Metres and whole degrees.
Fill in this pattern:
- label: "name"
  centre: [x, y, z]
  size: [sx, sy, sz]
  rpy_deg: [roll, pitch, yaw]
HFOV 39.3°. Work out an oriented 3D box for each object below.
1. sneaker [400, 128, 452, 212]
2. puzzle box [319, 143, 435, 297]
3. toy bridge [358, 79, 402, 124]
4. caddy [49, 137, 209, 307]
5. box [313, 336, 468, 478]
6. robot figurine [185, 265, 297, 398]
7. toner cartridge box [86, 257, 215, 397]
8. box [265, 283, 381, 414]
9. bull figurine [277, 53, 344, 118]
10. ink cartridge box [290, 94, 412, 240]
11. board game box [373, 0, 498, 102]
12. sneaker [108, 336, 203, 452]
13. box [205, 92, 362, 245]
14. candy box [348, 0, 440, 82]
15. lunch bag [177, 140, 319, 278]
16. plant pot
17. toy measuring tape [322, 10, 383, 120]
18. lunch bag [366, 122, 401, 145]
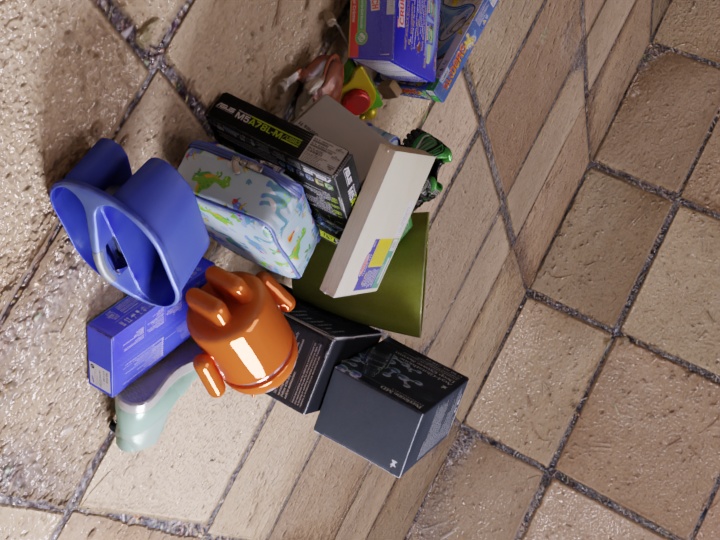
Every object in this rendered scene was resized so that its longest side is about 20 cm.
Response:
- label: "sneaker"
  centre: [0.079, -0.125, 1.618]
  size: [0.202, 0.084, 0.078]
  rpy_deg: [-64, 157, 0]
- label: "puzzle box"
  centre: [0.023, -0.062, 1.288]
  size: [0.133, 0.025, 0.202]
  rpy_deg: [-6, 122, -65]
- label: "toy bridge"
  centre: [-0.010, -0.212, 1.557]
  size: [0.027, 0.067, 0.201]
  rpy_deg: [46, 64, -31]
- label: "caddy"
  centre: [-0.245, -0.040, 1.059]
  size: [0.106, 0.140, 0.201]
  rpy_deg: [-59, 159, -28]
- label: "box"
  centre: [0.049, 0.195, 1.478]
  size: [0.199, 0.147, 0.108]
  rpy_deg: [-21, 134, -63]
- label: "robot figurine"
  centre: [-0.150, 0.081, 1.306]
  size: [0.201, 0.115, 0.145]
  rpy_deg: [64, 19, -45]
- label: "toner cartridge box"
  centre: [-0.261, 0.064, 1.274]
  size: [0.200, 0.043, 0.096]
  rpy_deg: [-41, 149, -48]
- label: "box"
  centre: [-0.103, 0.109, 1.499]
  size: [0.125, 0.195, 0.200]
  rpy_deg: [-66, 160, 8]
- label: "bull figurine"
  centre: [-0.068, -0.207, 1.418]
  size: [0.121, 0.065, 0.202]
  rpy_deg: [-41, 148, -43]
- label: "ink cartridge box"
  centre: [-0.012, -0.123, 1.375]
  size: [0.083, 0.146, 0.201]
  rpy_deg: [-44, 156, -14]
- label: "board game box"
  centre: [0.121, -0.368, 1.607]
  size: [0.034, 0.134, 0.202]
  rpy_deg: [40, 74, -45]
- label: "sneaker"
  centre: [-0.263, 0.155, 1.342]
  size: [0.200, 0.073, 0.119]
  rpy_deg: [-45, 159, -49]
- label: "box"
  centre: [-0.086, -0.120, 1.280]
  size: [0.048, 0.198, 0.194]
  rpy_deg: [-56, 157, -17]
- label: "candy box"
  centre: [0.053, -0.372, 1.455]
  size: [0.200, 0.076, 0.172]
  rpy_deg: [-2, 96, -70]
- label: "lunch bag"
  centre: [-0.140, -0.074, 1.236]
  size: [0.083, 0.159, 0.200]
  rpy_deg: [-63, 162, -14]
- label: "plant pot"
  centre: [0.000, 0.000, 1.520]
  size: [0.187, 0.197, 0.190]
  rpy_deg: [4, 90, -85]
- label: "toy measuring tape"
  centre: [-0.028, -0.284, 1.457]
  size: [0.074, 0.073, 0.200]
  rpy_deg: [-58, 142, -18]
- label: "lunch bag"
  centre: [-0.007, -0.129, 1.635]
  size: [0.201, 0.082, 0.162]
  rpy_deg: [-55, 158, -25]
